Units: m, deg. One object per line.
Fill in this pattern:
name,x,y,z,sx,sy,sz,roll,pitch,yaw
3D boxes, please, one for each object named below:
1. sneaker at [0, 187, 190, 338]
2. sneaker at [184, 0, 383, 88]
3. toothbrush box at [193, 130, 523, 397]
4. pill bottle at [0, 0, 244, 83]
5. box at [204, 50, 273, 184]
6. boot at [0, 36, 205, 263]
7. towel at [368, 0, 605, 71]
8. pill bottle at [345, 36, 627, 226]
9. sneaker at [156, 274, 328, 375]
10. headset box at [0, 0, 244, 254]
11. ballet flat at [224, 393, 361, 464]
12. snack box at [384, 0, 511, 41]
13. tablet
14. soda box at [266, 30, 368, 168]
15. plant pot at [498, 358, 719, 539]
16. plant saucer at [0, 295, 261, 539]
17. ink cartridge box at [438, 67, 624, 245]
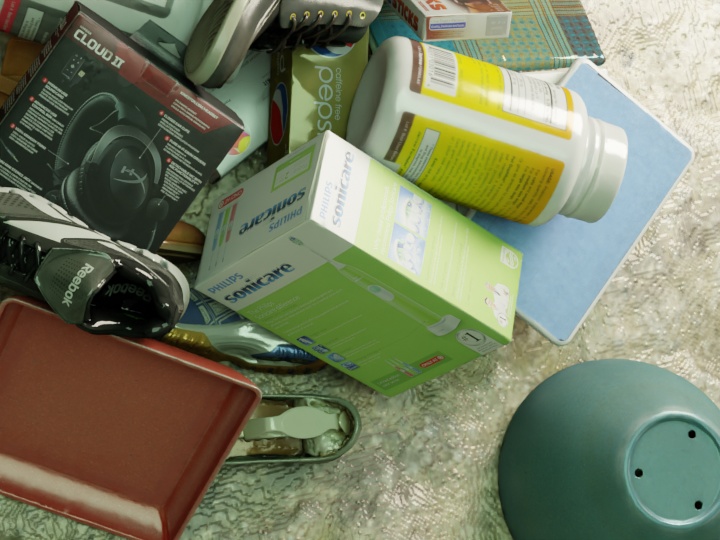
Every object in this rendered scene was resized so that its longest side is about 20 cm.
sneaker,-0.208,-0.003,1.498,0.200,0.091,0.067,23,99,-14
sneaker,-0.049,-0.184,1.581,0.106,0.075,0.200,39,49,-14
toothbrush box,0.000,0.000,1.623,0.200,0.145,0.086,29,53,-28
pill bottle,-0.181,-0.210,1.632,0.199,0.111,0.111,17,77,-12
box,-0.120,-0.195,1.725,0.156,0.041,0.200,-41,93,-17
boot,-0.203,-0.091,1.676,0.199,0.077,0.156,13,74,-7
towel,0.088,-0.215,1.766,0.199,0.022,0.147,-3,52,-18
pill bottle,0.097,-0.100,1.630,0.199,0.109,0.110,16,77,-15
sneaker,-0.116,0.028,1.682,0.199,0.075,0.088,8,71,-24
headset box,-0.191,-0.087,1.566,0.149,0.077,0.200,34,95,-15
ballet flat,-0.095,0.120,1.671,0.199,0.064,0.068,-1,81,-16
snack box,0.048,-0.227,1.688,0.072,0.200,0.024,-6,119,-19
tablet,0.168,-0.055,1.713,0.130,0.014,0.200,38,79,-12
soda box,-0.033,-0.153,1.687,0.064,0.068,0.201,5,83,-17
plant pot,0.226,0.164,1.720,0.199,0.135,0.201,2,81,-16
plant saucer,-0.197,0.108,1.598,0.199,0.200,0.037,21,41,-12
ink cartridge box,0.103,-0.085,1.745,0.199,0.085,0.146,-5,88,-15
